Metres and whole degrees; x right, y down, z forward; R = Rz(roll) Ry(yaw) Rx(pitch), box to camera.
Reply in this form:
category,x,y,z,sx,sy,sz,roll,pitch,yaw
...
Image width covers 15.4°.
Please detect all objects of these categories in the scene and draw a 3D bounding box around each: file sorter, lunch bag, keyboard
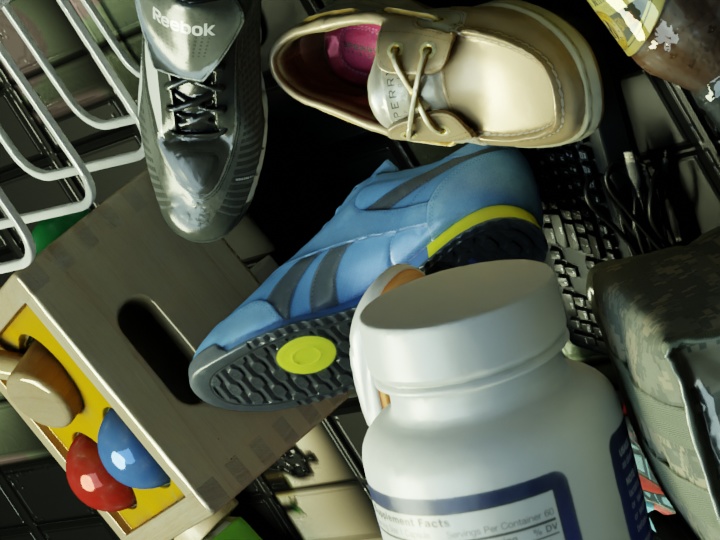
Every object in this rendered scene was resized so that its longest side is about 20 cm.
category,x,y,z,sx,sy,sz,roll,pitch,yaw
file sorter,-0.169,-0.103,1.374,0.139,0.200,0.125,-10,120,52
lunch bag,0.185,0.089,1.159,0.164,0.117,0.201,-116,6,-76
keyboard,0.105,-0.033,1.274,0.104,0.040,0.201,12,132,43

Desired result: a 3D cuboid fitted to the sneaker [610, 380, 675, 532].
category,x,y,z,sx,sy,sz,roll,pitch,yaw
sneaker,0.143,0.075,1.308,0.199,0.079,0.096,23,140,19

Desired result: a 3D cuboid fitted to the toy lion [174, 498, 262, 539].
category,x,y,z,sx,sy,sz,roll,pitch,yaw
toy lion,-0.142,0.236,1.672,0.069,0.192,0.200,45,146,5

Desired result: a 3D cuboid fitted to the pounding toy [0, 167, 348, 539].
category,x,y,z,sx,sy,sz,roll,pitch,yaw
pounding toy,-0.144,0.050,1.408,0.200,0.142,0.184,50,156,-1

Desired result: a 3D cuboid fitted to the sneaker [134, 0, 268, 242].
category,x,y,z,sx,sy,sz,roll,pitch,yaw
sneaker,-0.080,-0.110,1.286,0.066,0.090,0.201,6,99,8

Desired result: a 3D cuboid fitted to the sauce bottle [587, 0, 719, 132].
category,x,y,z,sx,sy,sz,roll,pitch,yaw
sauce bottle,0.125,-0.130,1.134,0.200,0.065,0.065,53,146,-4

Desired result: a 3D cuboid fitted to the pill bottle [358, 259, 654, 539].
category,x,y,z,sx,sy,sz,roll,pitch,yaw
pill bottle,0.066,0.104,1.189,0.119,0.119,0.201,1,111,47

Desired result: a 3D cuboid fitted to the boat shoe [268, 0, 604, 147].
category,x,y,z,sx,sy,sz,roll,pitch,yaw
boat shoe,0.031,-0.088,1.247,0.200,0.069,0.074,13,119,52

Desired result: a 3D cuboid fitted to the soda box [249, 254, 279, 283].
category,x,y,z,sx,sy,sz,roll,pitch,yaw
soda box,-0.092,0.067,1.566,0.068,0.063,0.200,49,146,0

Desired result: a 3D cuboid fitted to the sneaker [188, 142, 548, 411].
category,x,y,z,sx,sy,sz,roll,pitch,yaw
sneaker,0.000,0.000,1.305,0.200,0.079,0.066,-30,139,17

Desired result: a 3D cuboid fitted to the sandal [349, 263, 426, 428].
category,x,y,z,sx,sy,sz,roll,pitch,yaw
sandal,0.047,0.091,1.270,0.059,0.079,0.207,16,138,38
